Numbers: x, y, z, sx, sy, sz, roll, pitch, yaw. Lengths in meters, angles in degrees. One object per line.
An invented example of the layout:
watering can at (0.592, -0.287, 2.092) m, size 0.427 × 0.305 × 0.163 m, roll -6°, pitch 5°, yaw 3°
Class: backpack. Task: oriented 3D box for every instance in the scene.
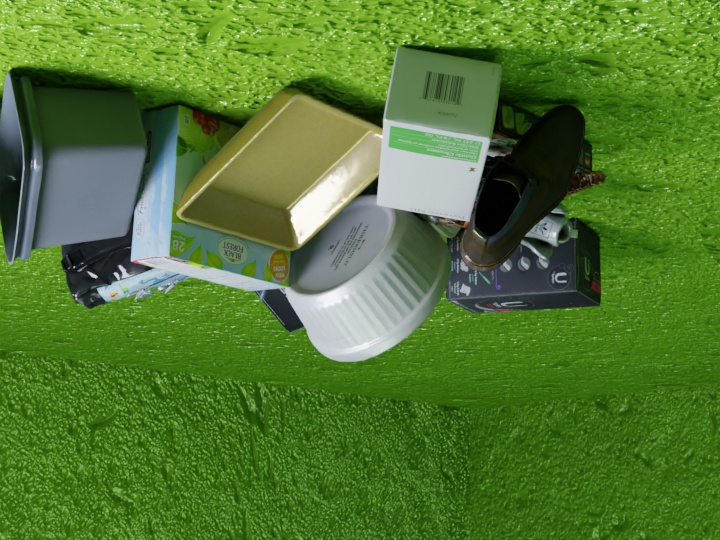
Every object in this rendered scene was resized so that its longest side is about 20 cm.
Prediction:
backpack at (-0.264, -0.049, 1.799) m, size 0.199 × 0.164 × 0.154 m, roll -24°, pitch 155°, yaw 15°

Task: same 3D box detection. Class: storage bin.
storage bin at (-0.307, -0.115, 1.510) m, size 0.133 × 0.147 × 0.201 m, roll -4°, pitch 147°, yaw -23°

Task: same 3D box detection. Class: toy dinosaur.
toy dinosaur at (0.165, -0.088, 1.583) m, size 0.199 × 0.103 × 0.136 m, roll -34°, pitch 170°, yaw 20°

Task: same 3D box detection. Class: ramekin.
ramekin at (0.000, 0.000, 1.670) m, size 0.201 × 0.203 × 0.094 m, roll -9°, pitch 134°, yaw 41°

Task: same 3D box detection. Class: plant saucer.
plant saucer at (-0.076, -0.115, 1.538) m, size 0.200 × 0.049 × 0.199 m, roll -41°, pitch 147°, yaw 24°

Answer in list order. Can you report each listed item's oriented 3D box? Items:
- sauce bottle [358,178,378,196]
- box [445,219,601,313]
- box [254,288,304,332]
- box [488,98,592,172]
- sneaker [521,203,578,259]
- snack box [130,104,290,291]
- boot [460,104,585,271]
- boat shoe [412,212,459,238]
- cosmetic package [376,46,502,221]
sauce bottle at (-0.027, -0.081, 1.815) m, size 0.064 × 0.065 × 0.199 m, roll 10°, pitch 164°, yaw -37°
box at (0.234, -0.003, 2.055) m, size 0.198 × 0.107 × 0.122 m, roll -5°, pitch 167°, yaw 26°
box at (-0.115, -0.017, 1.883) m, size 0.200 × 0.044 × 0.160 m, roll 51°, pitch 155°, yaw -8°
box at (0.162, -0.139, 1.583) m, size 0.109 × 0.035 × 0.199 m, roll -7°, pitch 165°, yaw 37°
sneaker at (0.178, -0.072, 1.710) m, size 0.115 × 0.076 × 0.199 m, roll 30°, pitch -166°, yaw 37°
snack box at (-0.160, -0.076, 1.601) m, size 0.067 × 0.170 × 0.199 m, roll -6°, pitch 166°, yaw 38°
boot at (0.171, -0.092, 1.448) m, size 0.074 × 0.201 × 0.097 m, roll 31°, pitch 172°, yaw 9°
boat shoe at (0.075, -0.098, 1.718) m, size 0.059 × 0.072 × 0.200 m, roll 26°, pitch 173°, yaw 24°
cosmetic package at (0.075, -0.131, 1.418) m, size 0.106 × 0.086 × 0.200 m, roll 9°, pitch 158°, yaw 3°
